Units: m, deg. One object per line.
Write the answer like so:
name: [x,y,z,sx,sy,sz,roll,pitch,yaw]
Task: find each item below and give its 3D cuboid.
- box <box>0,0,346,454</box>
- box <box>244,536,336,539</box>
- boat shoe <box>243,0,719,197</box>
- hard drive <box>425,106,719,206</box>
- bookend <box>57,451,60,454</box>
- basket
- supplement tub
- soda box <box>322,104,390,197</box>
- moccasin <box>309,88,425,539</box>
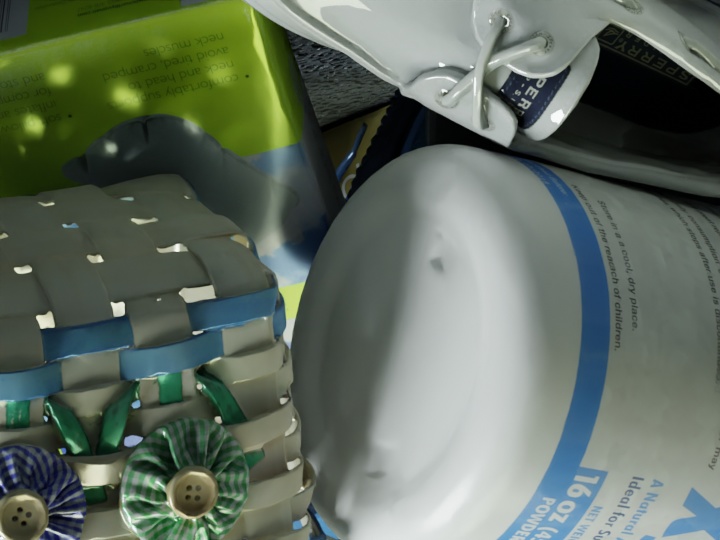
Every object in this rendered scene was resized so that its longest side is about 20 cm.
box: [-0.066,-0.014,0.867,0.122,0.048,0.200,-12,132,8]
box: [0.013,0.096,1.257,0.124,0.200,0.197,-13,-151,7]
boat shoe: [0.049,-0.071,0.776,0.200,0.065,0.074,12,130,-27]
hard drive: [0.085,-0.052,0.886,0.135,0.042,0.200,-10,136,-6]
bookend: [-0.151,0.090,1.272,0.198,0.200,0.092,-13,171,6]
basket: [-0.102,0.080,0.799,0.176,0.200,0.139,-9,-148,-23]
supplement tub: [0.090,0.040,0.840,0.200,0.132,0.132,12,160,-32]
soda box: [0.043,-0.042,1.116,0.068,0.064,0.200,-2,167,-46]
moccasin: [0.000,0.000,0.992,0.068,0.200,0.080,2,150,41]
